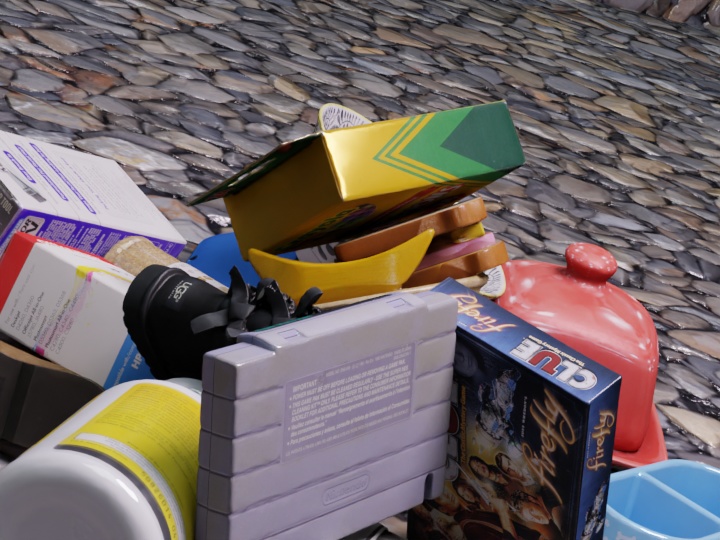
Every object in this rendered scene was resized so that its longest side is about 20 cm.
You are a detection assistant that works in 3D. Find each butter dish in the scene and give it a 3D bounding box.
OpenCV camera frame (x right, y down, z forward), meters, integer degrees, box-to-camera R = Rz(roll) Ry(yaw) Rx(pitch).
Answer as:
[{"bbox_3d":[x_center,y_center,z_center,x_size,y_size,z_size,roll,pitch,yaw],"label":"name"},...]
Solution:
[{"bbox_3d":[0.163,0.050,1.576,0.198,0.149,0.200,17,17,-3],"label":"butter dish"}]

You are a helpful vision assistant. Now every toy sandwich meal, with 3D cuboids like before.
[{"bbox_3d":[0.000,0.000,1.330,0.203,0.071,0.205,-10,0,0],"label":"toy sandwich meal"}]

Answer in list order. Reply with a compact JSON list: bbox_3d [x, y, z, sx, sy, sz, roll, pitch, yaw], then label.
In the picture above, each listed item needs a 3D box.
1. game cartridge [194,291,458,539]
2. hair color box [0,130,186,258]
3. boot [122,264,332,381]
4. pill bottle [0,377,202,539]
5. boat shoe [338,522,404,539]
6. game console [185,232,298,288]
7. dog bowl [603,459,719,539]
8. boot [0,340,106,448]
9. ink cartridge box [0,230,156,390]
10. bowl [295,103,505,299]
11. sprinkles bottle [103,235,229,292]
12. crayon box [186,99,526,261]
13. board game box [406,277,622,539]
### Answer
[{"bbox_3d":[-0.017,0.086,1.111,0.038,0.131,0.199,10,15,37],"label":"game cartridge"},{"bbox_3d":[-0.234,-0.044,1.501,0.109,0.065,0.199,46,15,28],"label":"hair color box"},{"bbox_3d":[-0.049,0.076,1.229,0.161,0.074,0.199,15,-32,37],"label":"boot"},{"bbox_3d":[-0.129,0.126,1.112,0.111,0.113,0.200,21,18,10],"label":"pill bottle"},{"bbox_3d":[0.003,0.191,1.125,0.063,0.071,0.200,20,16,8],"label":"boat shoe"},{"bbox_3d":[-0.052,0.029,1.635,0.171,0.118,0.200,48,16,-9],"label":"game console"},{"bbox_3d":[0.222,0.182,1.406,0.111,0.050,0.199,31,21,34],"label":"dog bowl"},{"bbox_3d":[-0.246,0.069,1.271,0.198,0.074,0.075,23,-2,4],"label":"boot"},{"bbox_3d":[-0.179,0.035,1.366,0.199,0.068,0.116,28,3,26],"label":"ink cartridge box"},{"bbox_3d":[0.011,-0.024,1.533,0.200,0.094,0.201,41,17,-15],"label":"bowl"},{"bbox_3d":[-0.107,0.044,1.451,0.199,0.069,0.068,29,20,30],"label":"sprinkles bottle"},{"bbox_3d":[-0.002,-0.058,1.334,0.199,0.051,0.127,-13,-10,-38],"label":"crayon box"},{"bbox_3d":[0.090,0.119,1.222,0.135,0.202,0.034,30,46,33],"label":"board game box"}]
